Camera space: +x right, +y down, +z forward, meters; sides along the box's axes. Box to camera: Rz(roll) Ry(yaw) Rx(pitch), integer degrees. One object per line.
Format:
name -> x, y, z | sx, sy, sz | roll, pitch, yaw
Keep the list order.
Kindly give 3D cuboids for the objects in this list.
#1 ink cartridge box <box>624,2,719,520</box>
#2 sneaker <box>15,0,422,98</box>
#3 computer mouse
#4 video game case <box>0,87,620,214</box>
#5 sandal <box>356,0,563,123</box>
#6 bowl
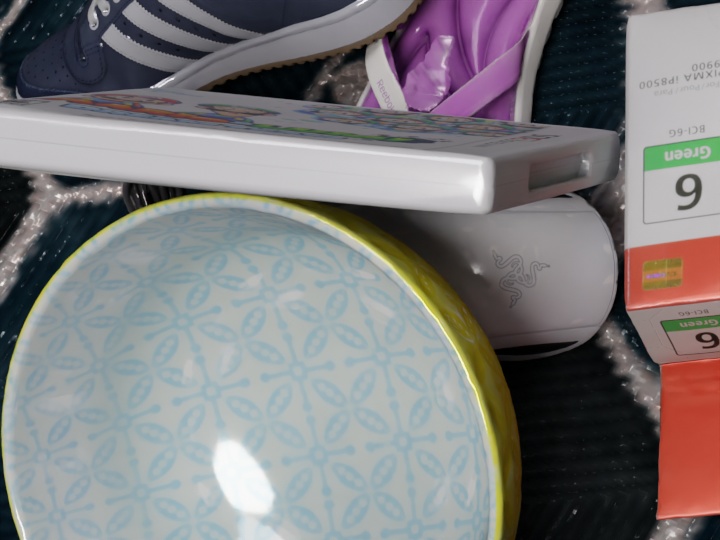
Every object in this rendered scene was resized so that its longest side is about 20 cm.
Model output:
ink cartridge box -> 0.156, -0.010, 1.015 | 0.109, 0.050, 0.200 | -7, 58, 19
sneaker -> -0.081, -0.128, 1.130 | 0.200, 0.109, 0.070 | -15, 41, 28
computer mouse -> 0.000, 0.000, 1.058 | 0.200, 0.044, 0.110 | -4, 90, 20
video game case -> -0.022, -0.047, 0.997 | 0.200, 0.182, 0.024 | 6, 98, 18
sandal -> 0.034, -0.088, 1.112 | 0.082, 0.050, 0.203 | 6, 65, 28
bowl -> -0.021, 0.063, 0.995 | 0.200, 0.108, 0.200 | 5, 102, 24
